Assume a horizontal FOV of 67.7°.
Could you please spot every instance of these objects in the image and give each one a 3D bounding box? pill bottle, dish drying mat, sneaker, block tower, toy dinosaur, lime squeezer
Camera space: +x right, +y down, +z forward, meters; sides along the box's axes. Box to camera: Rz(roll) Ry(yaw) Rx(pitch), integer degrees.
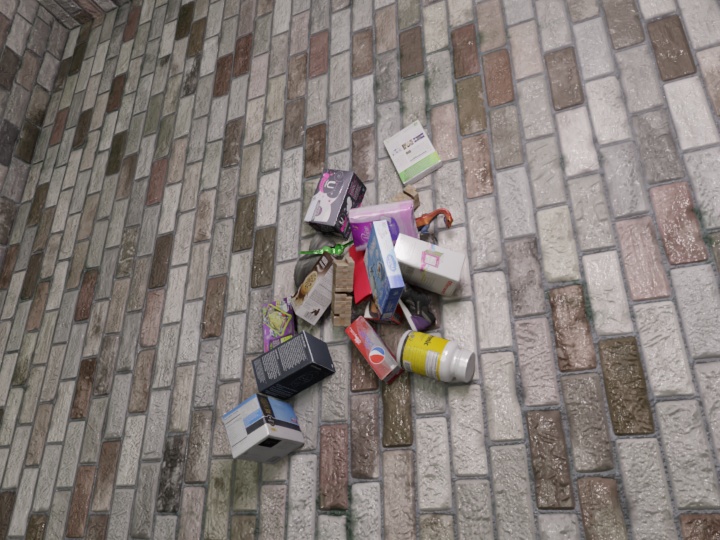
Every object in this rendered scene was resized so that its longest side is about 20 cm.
[{"bbox_3d":[0.206,0.238,1.459,0.197,0.111,0.113,12,74,29],"label":"pill bottle"},{"bbox_3d":[0.000,0.000,1.621,0.077,0.018,0.203,-41,45,40],"label":"dish drying mat"},{"bbox_3d":[0.150,0.078,1.532,0.086,0.202,0.076,-25,20,8],"label":"sneaker"},{"bbox_3d":[-0.055,0.064,1.607,0.054,0.057,0.204,-129,42,-67],"label":"block tower"},{"bbox_3d":[0.183,-0.128,1.611,0.181,0.198,0.106,-41,63,45],"label":"toy dinosaur"},{"bbox_3d":[-0.096,-0.065,1.727,0.196,0.071,0.038,-11,91,16],"label":"lime squeezer"},{"bbox_3d":[0.105,-0.186,1.687,0.200,0.058,0.054,-42,53,-17],"label":"block tower"},{"bbox_3d":[-0.150,-0.026,1.775,0.090,0.076,0.202,27,85,24],"label":"sneaker"}]

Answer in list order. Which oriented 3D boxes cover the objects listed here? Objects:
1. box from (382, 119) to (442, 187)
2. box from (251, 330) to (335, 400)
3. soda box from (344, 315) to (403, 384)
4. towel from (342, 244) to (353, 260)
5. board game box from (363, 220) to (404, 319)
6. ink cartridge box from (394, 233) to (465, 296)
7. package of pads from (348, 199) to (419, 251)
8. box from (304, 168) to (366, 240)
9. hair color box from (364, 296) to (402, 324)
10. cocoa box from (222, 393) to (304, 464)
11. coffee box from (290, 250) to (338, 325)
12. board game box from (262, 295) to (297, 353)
[{"bbox_3d":[0.173,-0.391,1.793,0.143,0.036,0.202,-29,58,13],"label":"box"},{"bbox_3d":[-0.201,0.290,1.615,0.198,0.148,0.108,-30,59,11],"label":"box"},{"bbox_3d":[0.040,0.232,1.572,0.070,0.063,0.201,-42,56,3],"label":"soda box"},{"bbox_3d":[0.012,-0.045,1.675,0.134,0.034,0.200,-60,35,6],"label":"towel"},{"bbox_3d":[0.060,0.003,1.468,0.043,0.201,0.202,-7,62,-12],"label":"board game box"},{"bbox_3d":[0.183,-0.012,1.516,0.197,0.145,0.086,20,70,4],"label":"ink cartridge box"},{"bbox_3d":[0.069,-0.132,1.565,0.196,0.122,0.076,-7,27,15],"label":"package of pads"},{"bbox_3d":[-0.085,-0.225,1.800,0.130,0.115,0.203,12,74,29],"label":"box"},{"bbox_3d":[0.085,0.057,1.620,0.100,0.061,0.204,-1,69,35],"label":"hair color box"},{"bbox_3d":[-0.278,0.459,1.549,0.132,0.200,0.132,-34,57,9],"label":"cocoa box"},{"bbox_3d":[-0.127,0.053,1.681,0.201,0.079,0.113,-54,25,5],"label":"coffee box"},{"bbox_3d":[-0.264,0.193,1.760,0.118,0.032,0.203,-16,62,15],"label":"board game box"}]
